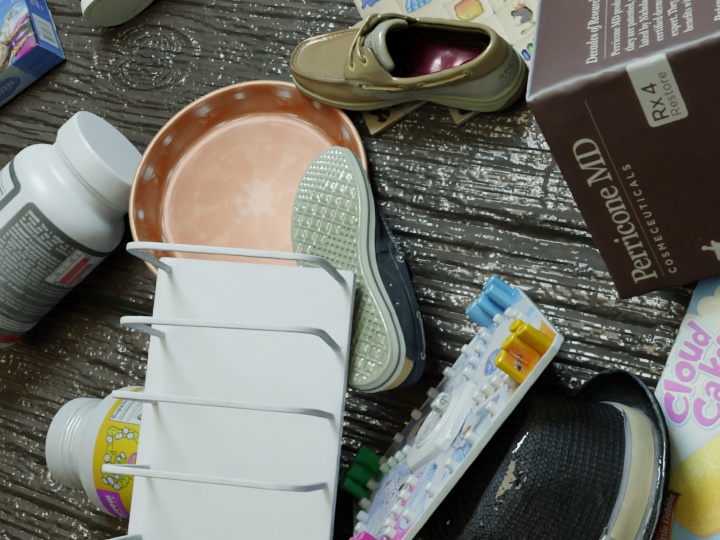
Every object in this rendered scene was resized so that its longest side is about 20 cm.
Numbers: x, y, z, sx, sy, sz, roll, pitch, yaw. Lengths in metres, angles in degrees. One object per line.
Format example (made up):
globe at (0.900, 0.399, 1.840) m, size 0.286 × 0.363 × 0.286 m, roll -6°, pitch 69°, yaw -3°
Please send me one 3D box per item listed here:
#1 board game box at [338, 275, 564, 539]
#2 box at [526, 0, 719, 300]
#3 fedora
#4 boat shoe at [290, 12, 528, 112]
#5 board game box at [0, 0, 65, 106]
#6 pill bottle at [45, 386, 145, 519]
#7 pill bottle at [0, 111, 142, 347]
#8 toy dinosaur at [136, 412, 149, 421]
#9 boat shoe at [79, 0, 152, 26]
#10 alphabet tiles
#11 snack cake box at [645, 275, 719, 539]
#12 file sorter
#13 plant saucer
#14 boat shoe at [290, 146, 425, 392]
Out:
board game box at (0.049, 0.099, 0.815) m, size 0.026 × 0.200 × 0.200 m, roll 36°, pitch 96°, yaw -5°
box at (0.227, -0.113, 0.752) m, size 0.200 × 0.166 × 0.164 m, roll -17°, pitch 35°, yaw 24°
fedora at (0.104, 0.144, 0.771) m, size 0.201 × 0.091 × 0.201 m, roll -57°, pitch 18°, yaw 31°
boat shoe at (0.028, -0.168, 0.952) m, size 0.200 × 0.066 × 0.074 m, roll 4°, pitch 67°, yaw 26°
board game box at (-0.406, -0.239, 1.237) m, size 0.199 × 0.043 × 0.200 m, roll -33°, pitch 63°, yaw 19°
pill bottle at (-0.144, 0.145, 0.951) m, size 0.200 × 0.104 × 0.104 m, roll 4°, pitch 78°, yaw 30°
pill bottle at (-0.278, -0.036, 1.068) m, size 0.200 × 0.116 × 0.116 m, roll -41°, pitch 61°, yaw 13°
toy dinosaur at (-0.093, 0.065, 0.941) m, size 0.088 × 0.200 × 0.048 m, roll 3°, pitch 118°, yaw 12°
boat shoe at (-0.179, -0.297, 1.114) m, size 0.200 × 0.072 × 0.060 m, roll -29°, pitch 67°, yaw 25°
alphabet tiles at (0.073, -0.198, 0.985) m, size 0.200 × 0.008 × 0.167 m, roll -31°, pitch 64°, yaw 18°
snack cake box at (0.245, 0.096, 0.774) m, size 0.115 × 0.067 × 0.200 m, roll 20°, pitch 87°, yaw 31°
file sorter at (-0.086, 0.086, 0.792) m, size 0.139 × 0.125 × 0.200 m, roll 4°, pitch 81°, yaw 7°
plant saucer at (-0.088, -0.061, 0.996) m, size 0.200 × 0.032 × 0.201 m, roll -5°, pitch 66°, yaw 12°
boat shoe at (0.000, 0.000, 0.901) m, size 0.075 × 0.062 × 0.200 m, roll -32°, pitch 59°, yaw 26°
